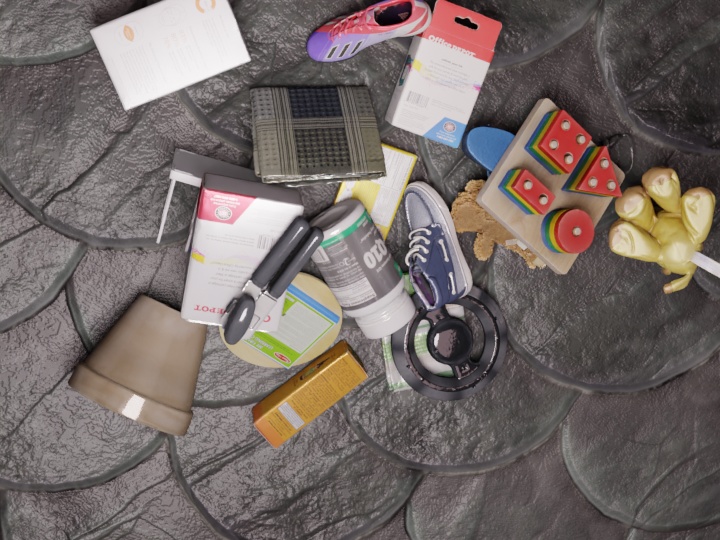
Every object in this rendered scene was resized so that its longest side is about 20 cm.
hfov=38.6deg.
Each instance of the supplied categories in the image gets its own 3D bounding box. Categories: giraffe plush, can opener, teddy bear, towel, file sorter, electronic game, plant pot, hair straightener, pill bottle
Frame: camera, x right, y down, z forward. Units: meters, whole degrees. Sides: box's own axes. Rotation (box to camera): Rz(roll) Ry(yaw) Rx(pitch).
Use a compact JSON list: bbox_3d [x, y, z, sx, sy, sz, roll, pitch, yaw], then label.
[{"bbox_3d":[0.503,-0.065,1.673,0.173,0.162,0.200,-44,86,13],"label":"giraffe plush"},{"bbox_3d":[-0.122,0.020,1.420,0.053,0.067,0.200,33,104,-22],"label":"can opener"},{"bbox_3d":[0.239,-0.077,1.666,0.199,0.067,0.146,10,128,0],"label":"teddy bear"},{"bbox_3d":[-0.067,-0.202,1.539,0.191,0.201,0.035,-3,141,-9],"label":"towel"},{"bbox_3d":[0.104,0.095,1.724,0.148,0.031,0.201,-11,105,-7],"label":"towel"},{"bbox_3d":[-0.204,-0.087,1.567,0.199,0.139,0.125,16,106,-12],"label":"file sorter"},{"bbox_3d":[0.147,0.116,1.698,0.199,0.042,0.201,-1,96,-10],"label":"electronic game"},{"bbox_3d":[-0.326,0.139,1.601,0.199,0.200,0.174,28,84,-15],"label":"plant pot"},{"bbox_3d":[0.378,-0.143,1.692,0.077,0.041,0.200,42,92,-17],"label":"hair straightener"},{"bbox_3d":[0.000,0.000,1.608,0.113,0.113,0.201,-30,110,1],"label":"pill bottle"}]

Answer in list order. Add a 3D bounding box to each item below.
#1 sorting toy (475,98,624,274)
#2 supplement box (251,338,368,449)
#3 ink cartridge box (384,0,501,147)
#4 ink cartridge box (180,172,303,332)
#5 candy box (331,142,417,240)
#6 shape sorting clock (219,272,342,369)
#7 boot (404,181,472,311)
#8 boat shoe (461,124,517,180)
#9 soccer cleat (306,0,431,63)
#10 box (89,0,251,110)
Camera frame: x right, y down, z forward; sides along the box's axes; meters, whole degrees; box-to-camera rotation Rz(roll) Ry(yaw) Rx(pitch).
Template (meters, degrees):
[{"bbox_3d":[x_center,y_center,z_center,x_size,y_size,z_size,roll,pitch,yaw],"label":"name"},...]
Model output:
[{"bbox_3d":[0.312,-0.129,1.589,0.199,0.070,0.201,39,77,-22],"label":"sorting toy"},{"bbox_3d":[-0.084,0.204,1.704,0.200,0.067,0.069,-39,108,5],"label":"supplement box"},{"bbox_3d":[0.127,-0.306,1.587,0.116,0.067,0.201,18,103,-13],"label":"ink cartridge box"},{"bbox_3d":[-0.173,-0.025,1.476,0.147,0.086,0.201,10,112,-12],"label":"ink cartridge box"},{"bbox_3d":[0.009,-0.108,1.648,0.102,0.026,0.201,18,103,-15],"label":"candy box"},{"bbox_3d":[-0.128,0.080,1.653,0.199,0.039,0.201,-7,126,-9],"label":"shape sorting clock"},{"bbox_3d":[0.105,-0.039,1.624,0.090,0.073,0.201,-27,91,-43],"label":"boot"},{"bbox_3d":[0.238,-0.168,1.628,0.199,0.069,0.085,23,83,-24],"label":"boat shoe"},{"bbox_3d":[0.004,-0.363,1.525,0.199,0.073,0.069,-13,84,17],"label":"soccer cleat"},{"bbox_3d":[-0.275,-0.333,1.505,0.199,0.098,0.125,-22,108,-1],"label":"box"}]
